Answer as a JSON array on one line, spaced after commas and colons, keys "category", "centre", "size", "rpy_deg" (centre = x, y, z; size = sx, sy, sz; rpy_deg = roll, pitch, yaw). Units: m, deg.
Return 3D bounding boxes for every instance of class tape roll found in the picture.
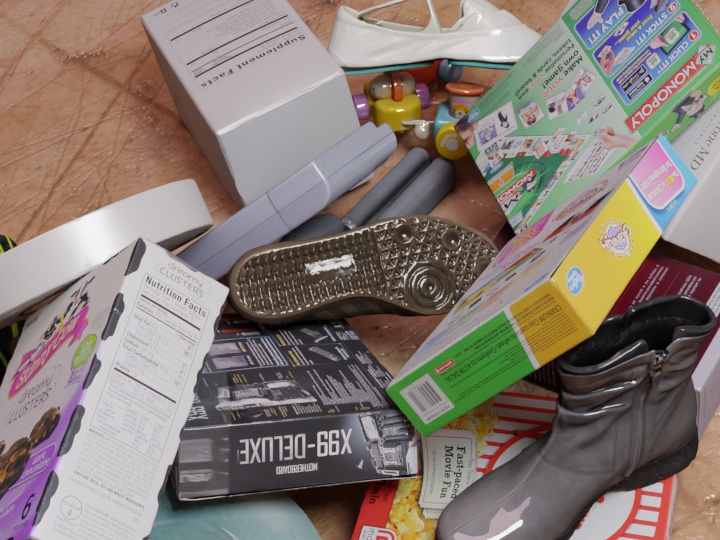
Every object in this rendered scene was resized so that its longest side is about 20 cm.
[{"category": "tape roll", "centre": [-0.200, -0.006, 0.992], "size": [0.201, 0.037, 0.203], "rpy_deg": [-26, 1, 0]}]

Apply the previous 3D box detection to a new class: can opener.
[{"category": "can opener", "centre": [0.007, -0.038, 1.131], "size": [0.052, 0.067, 0.200], "rpy_deg": [24, 49, 30]}]

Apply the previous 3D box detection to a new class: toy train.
[{"category": "toy train", "centre": [0.077, -0.164, 1.222], "size": [0.149, 0.056, 0.199], "rpy_deg": [-28, 41, -31]}]

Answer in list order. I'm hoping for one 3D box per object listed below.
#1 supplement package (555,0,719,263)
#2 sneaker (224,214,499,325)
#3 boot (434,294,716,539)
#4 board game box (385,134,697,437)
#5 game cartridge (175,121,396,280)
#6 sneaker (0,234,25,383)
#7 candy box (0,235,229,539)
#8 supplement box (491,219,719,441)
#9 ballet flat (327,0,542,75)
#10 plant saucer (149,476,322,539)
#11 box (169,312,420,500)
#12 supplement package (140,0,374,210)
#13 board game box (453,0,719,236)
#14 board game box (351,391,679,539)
[{"category": "supplement package", "centre": [0.231, -0.111, 1.072], "size": [0.122, 0.119, 0.200], "rpy_deg": [-58, 46, 15]}, {"category": "sneaker", "centre": [0.000, 0.000, 1.005], "size": [0.197, 0.072, 0.075], "rpy_deg": [-3, -2, -12]}, {"category": "boot", "centre": [0.123, 0.094, 0.850], "size": [0.199, 0.133, 0.070], "rpy_deg": [-30, 48, -18]}, {"category": "board game box", "centre": [0.117, 0.007, 0.887], "size": [0.040, 0.153, 0.200], "rpy_deg": [49, 42, -4]}, {"category": "game cartridge", "centre": [-0.072, -0.038, 1.062], "size": [0.199, 0.041, 0.133], "rpy_deg": [-31, 2, 36]}, {"category": "sneaker", "centre": [-0.308, 0.045, 1.102], "size": [0.076, 0.076, 0.201], "rpy_deg": [-22, 31, 20]}, {"category": "candy box", "centre": [-0.175, 0.102, 0.862], "size": [0.167, 0.071, 0.202], "rpy_deg": [-30, 37, 47]}, {"category": "supplement box", "centre": [0.174, 0.036, 1.018], "size": [0.198, 0.061, 0.109], "rpy_deg": [21, 52, 28]}, {"category": "ballet flat", "centre": [0.068, -0.194, 1.153], "size": [0.197, 0.070, 0.070], "rpy_deg": [1, 45, 10]}, {"category": "plant saucer", "centre": [-0.112, 0.210, 0.868], "size": [0.198, 0.039, 0.204], "rpy_deg": [-1, 65, 3]}, {"category": "box", "centre": [-0.064, 0.082, 0.948], "size": [0.155, 0.050, 0.200], "rpy_deg": [-4, 19, -17]}, {"category": "supplement package", "centre": [-0.090, -0.150, 1.214], "size": [0.119, 0.122, 0.201], "rpy_deg": [-27, 46, -9]}, {"category": "board game box", "centre": [0.167, -0.124, 1.019], "size": [0.200, 0.029, 0.135], "rpy_deg": [-44, 50, 24]}, {"category": "board game box", "centre": [0.105, 0.153, 0.923], "size": [0.197, 0.047, 0.153], "rpy_deg": [5, 46, 16]}]
